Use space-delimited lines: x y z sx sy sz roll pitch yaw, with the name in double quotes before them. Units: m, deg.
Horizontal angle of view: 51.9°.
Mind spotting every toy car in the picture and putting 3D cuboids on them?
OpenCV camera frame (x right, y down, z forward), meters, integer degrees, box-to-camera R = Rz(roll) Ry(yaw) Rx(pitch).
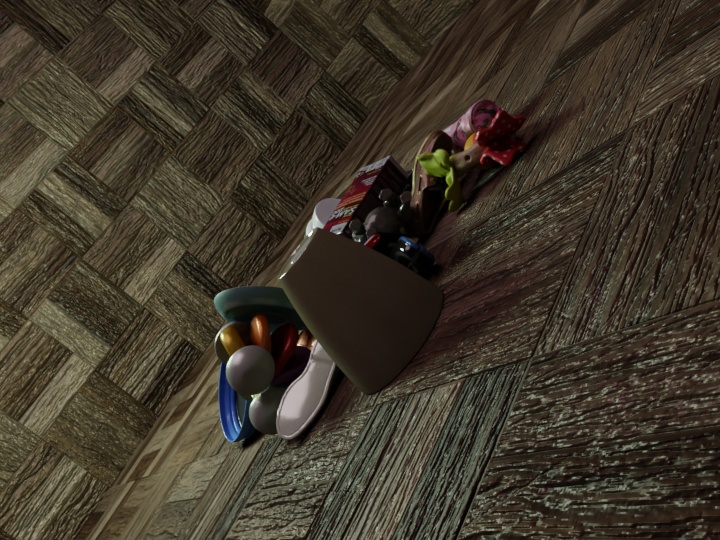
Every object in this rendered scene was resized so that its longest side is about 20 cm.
"toy car" -0.155 0.166 1.284 0.148 0.203 0.175 -29 27 -11

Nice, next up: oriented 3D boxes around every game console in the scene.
"game console" 0.000 0.000 1.275 0.177 0.031 0.200 -50 -12 13

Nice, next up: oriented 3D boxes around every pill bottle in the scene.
"pill bottle" -0.071 -0.048 1.604 0.115 0.112 0.202 -62 -7 -45

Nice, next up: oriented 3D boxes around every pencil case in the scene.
"pencil case" 0.195 -0.250 1.408 0.199 0.081 0.088 -28 41 64

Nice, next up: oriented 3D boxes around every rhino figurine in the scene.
"rhino figurine" 0.014 -0.061 1.298 0.200 0.060 0.087 -44 -18 -1

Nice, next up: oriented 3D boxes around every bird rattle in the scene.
"bird rattle" 0.197 -0.204 1.231 0.199 0.113 0.163 -39 0 37

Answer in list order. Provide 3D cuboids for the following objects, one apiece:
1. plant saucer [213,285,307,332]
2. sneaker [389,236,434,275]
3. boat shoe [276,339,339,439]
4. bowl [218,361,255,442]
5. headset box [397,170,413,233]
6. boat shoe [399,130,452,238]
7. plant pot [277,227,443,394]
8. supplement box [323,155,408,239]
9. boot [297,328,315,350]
"plant saucer" -0.162 0.075 1.309 0.200 0.196 0.028 -35 49 55
"sneaker" 0.058 0.011 1.194 0.083 0.070 0.200 -59 7 -30
"boat shoe" -0.071 0.191 1.217 0.203 0.072 0.062 -64 -28 -21
"bowl" -0.243 0.243 1.499 0.200 0.039 0.206 -18 70 63
"headset box" 0.072 -0.126 1.530 0.149 0.075 0.200 -51 11 0
"boat shoe" 0.131 -0.154 1.343 0.067 0.071 0.204 13 85 57
"plant pot" -0.015 0.038 1.055 0.188 0.199 0.188 -48 11 12
"supplement box" 0.002 -0.120 1.433 0.108 0.061 0.202 -14 40 55
"boot" -0.048 0.088 1.390 0.107 0.075 0.202 -14 42 59
